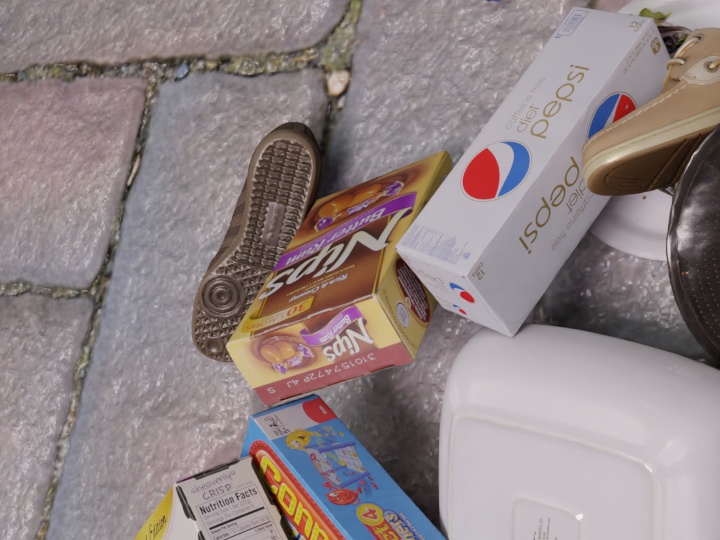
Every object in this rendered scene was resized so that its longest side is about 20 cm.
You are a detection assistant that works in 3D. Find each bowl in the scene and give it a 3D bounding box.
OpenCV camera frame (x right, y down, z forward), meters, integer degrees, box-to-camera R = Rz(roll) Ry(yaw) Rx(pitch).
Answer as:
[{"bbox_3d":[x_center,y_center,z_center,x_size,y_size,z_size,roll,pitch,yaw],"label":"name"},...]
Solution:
[{"bbox_3d":[0.125,0.141,0.667,0.199,0.074,0.201,11,108,36],"label":"bowl"}]

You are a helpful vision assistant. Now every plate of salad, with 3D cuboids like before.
[{"bbox_3d":[0.211,-0.105,0.753,0.199,0.048,0.201,-11,70,31],"label":"plate of salad"}]

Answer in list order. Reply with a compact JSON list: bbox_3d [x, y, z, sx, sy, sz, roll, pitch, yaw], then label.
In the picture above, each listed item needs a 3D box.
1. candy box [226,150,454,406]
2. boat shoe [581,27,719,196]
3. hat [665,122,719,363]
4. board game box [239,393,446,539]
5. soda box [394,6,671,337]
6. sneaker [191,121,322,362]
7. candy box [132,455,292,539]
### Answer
[{"bbox_3d":[0.000,0.000,0.784,0.116,0.057,0.200,-20,25,27],"label":"candy box"},{"bbox_3d":[0.209,-0.106,0.679,0.199,0.071,0.065,-24,72,-14],"label":"boat shoe"},{"bbox_3d":[0.267,-0.031,0.665,0.199,0.081,0.202,0,106,0],"label":"hat"},{"bbox_3d":[-0.016,0.220,0.740,0.200,0.056,0.197,44,132,36],"label":"board game box"},{"bbox_3d":[0.112,-0.063,0.700,0.064,0.068,0.200,24,71,46],"label":"soda box"},{"bbox_3d":[-0.075,-0.022,0.915,0.070,0.076,0.201,23,109,-4],"label":"sneaker"},{"bbox_3d":[-0.073,0.238,0.723,0.201,0.061,0.137,60,140,21],"label":"candy box"}]
